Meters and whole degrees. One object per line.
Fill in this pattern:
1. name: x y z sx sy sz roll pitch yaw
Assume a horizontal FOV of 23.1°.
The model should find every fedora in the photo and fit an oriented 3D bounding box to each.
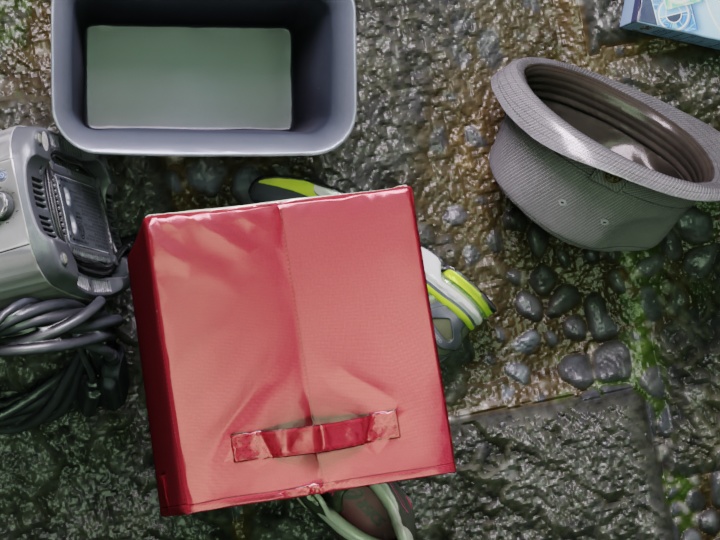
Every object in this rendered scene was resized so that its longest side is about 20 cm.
1. fedora: 0.173 -0.073 1.270 0.200 0.177 0.090 18 117 -18

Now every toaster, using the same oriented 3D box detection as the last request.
1. toaster: -0.236 -0.024 1.172 0.129 0.200 0.114 -14 84 10

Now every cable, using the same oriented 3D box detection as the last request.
1. cable: -0.236 0.060 1.167 0.163 0.200 0.051 -4 70 -5

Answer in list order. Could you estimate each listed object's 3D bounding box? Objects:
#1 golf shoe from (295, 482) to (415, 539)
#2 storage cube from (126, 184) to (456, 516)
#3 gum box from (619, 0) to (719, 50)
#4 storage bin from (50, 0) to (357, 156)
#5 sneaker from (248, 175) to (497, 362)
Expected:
1. golf shoe: -0.033 0.128 1.254 0.200 0.088 0.077 42 85 -7
2. storage cube: -0.052 0.056 1.125 0.171 0.200 0.180 -7 84 -11
3. gum box: 0.310 -0.247 1.334 0.200 0.045 0.170 10 89 -11
4. storage bin: -0.113 -0.148 1.211 0.200 0.134 0.146 -1 91 -11
5. sneaker: 0.000 0.000 1.267 0.200 0.074 0.081 34 88 -7
